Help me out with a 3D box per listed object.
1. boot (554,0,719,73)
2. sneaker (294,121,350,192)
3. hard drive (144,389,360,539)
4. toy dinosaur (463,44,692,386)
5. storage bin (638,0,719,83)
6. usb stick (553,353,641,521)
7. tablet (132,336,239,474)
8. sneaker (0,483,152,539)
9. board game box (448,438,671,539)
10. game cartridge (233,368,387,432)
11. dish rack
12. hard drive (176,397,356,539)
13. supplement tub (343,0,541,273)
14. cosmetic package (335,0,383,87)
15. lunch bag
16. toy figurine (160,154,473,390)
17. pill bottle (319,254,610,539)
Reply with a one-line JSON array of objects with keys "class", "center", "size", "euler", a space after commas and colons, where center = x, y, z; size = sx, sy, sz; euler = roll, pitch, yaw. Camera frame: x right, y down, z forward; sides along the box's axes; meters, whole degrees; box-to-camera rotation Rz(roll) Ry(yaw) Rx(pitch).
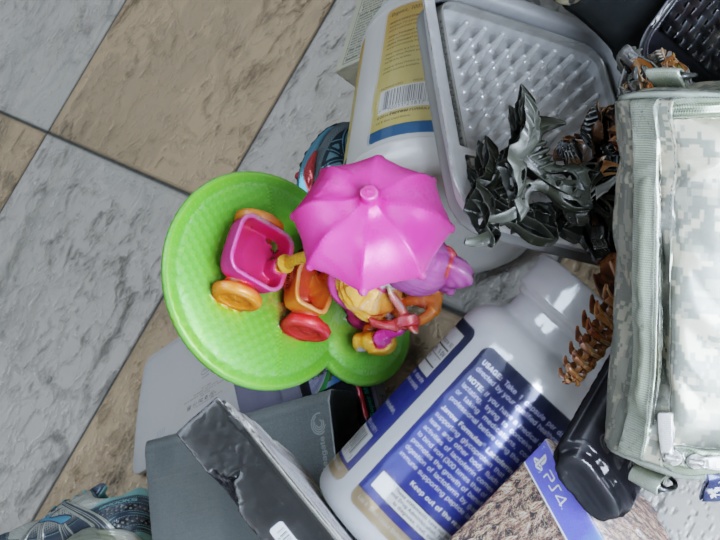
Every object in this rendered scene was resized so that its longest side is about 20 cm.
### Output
[{"class": "boot", "center": [0.205, -0.226, 1.024], "size": [0.073, 0.153, 0.204], "euler": [20, 79, 57]}, {"class": "sneaker", "center": [0.006, -0.032, 1.213], "size": [0.095, 0.079, 0.201], "euler": [-20, 57, 36]}, {"class": "hard drive", "center": [-0.074, 0.173, 1.117], "size": [0.199, 0.033, 0.141], "euler": [-19, 72, 39]}, {"class": "toy dinosaur", "center": [0.135, -0.041, 0.868], "size": [0.102, 0.135, 0.201], "euler": [116, 167, -47]}, {"class": "storage bin", "center": [0.280, -0.166, 0.930], "size": [0.200, 0.094, 0.135], "euler": [-53, 32, 6]}, {"class": "usb stick", "center": [0.158, 0.060, 0.862], "size": [0.033, 0.056, 0.200], "euler": [-26, 15, 40]}, {"class": "tablet", "center": [-0.127, 0.083, 1.339], "size": [0.200, 0.014, 0.131], "euler": [-33, 39, 32]}, {"class": "sneaker", "center": [-0.238, 0.229, 1.324], "size": [0.199, 0.078, 0.087], "euler": [-12, 41, 40]}, {"class": "board game box", "center": [0.093, 0.226, 0.843], "size": [0.200, 0.097, 0.160], "euler": [-48, 33, 14]}, {"class": "game cartridge", "center": [-0.043, 0.075, 1.143], "size": [0.129, 0.038, 0.201], "euler": [-32, 64, 40]}, {"class": "dish rack", "center": [0.111, -0.089, 1.008], "size": [0.044, 0.171, 0.201], "euler": [-46, 42, 45]}, {"class": "hard drive", "center": [-0.031, 0.156, 0.940], "size": [0.038, 0.200, 0.140], "euler": [-40, 70, -4]}, {"class": "supplement tub", "center": [0.065, -0.114, 1.125], "size": [0.144, 0.144, 0.201], "euler": [-25, 45, 40]}, {"class": "cosmetic package", "center": [0.059, -0.243, 1.311], "size": [0.105, 0.071, 0.201], "euler": [-12, 54, 49]}, {"class": "lunch bag", "center": [0.194, 0.001, 0.775], "size": [0.139, 0.167, 0.202], "euler": [9, 101, 53]}, {"class": "toy figurine", "center": [0.000, 0.000, 0.993], "size": [0.184, 0.199, 0.151], "euler": [-19, 48, 55]}, {"class": "pill bottle", "center": [0.079, 0.094, 0.948], "size": [0.200, 0.116, 0.116], "euler": [-47, 33, 3]}]
